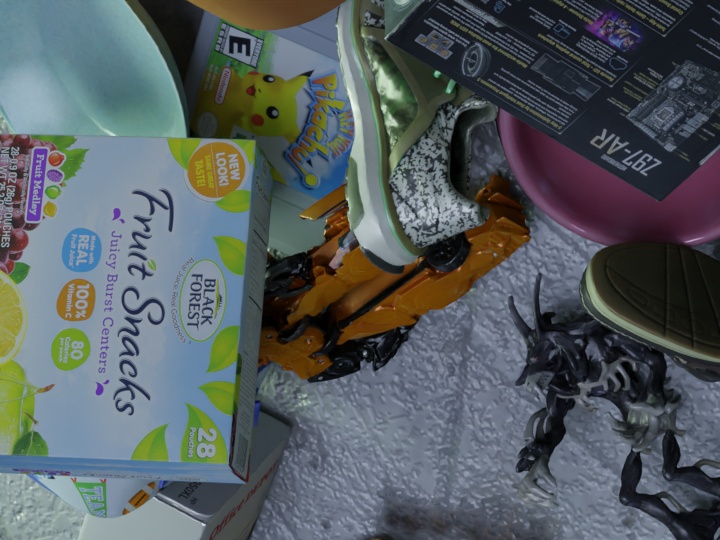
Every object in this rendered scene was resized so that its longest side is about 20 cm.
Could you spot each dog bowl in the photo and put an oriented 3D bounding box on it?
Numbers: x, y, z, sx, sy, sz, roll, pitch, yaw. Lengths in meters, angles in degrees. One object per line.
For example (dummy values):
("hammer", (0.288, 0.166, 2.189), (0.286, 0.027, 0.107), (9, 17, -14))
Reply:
("dog bowl", (0.167, -0.098, 1.673), (0.200, 0.074, 0.200), (7, 125, 10))

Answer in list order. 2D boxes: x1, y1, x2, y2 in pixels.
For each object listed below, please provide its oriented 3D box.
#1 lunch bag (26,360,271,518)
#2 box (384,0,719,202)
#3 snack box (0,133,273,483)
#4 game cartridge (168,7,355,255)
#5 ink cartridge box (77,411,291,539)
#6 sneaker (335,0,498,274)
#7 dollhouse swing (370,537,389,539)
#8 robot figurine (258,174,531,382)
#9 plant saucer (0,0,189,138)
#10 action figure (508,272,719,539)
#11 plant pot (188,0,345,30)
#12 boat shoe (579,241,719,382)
("lunch bag", (-0.150, 0.066, 1.834), (0.160, 0.200, 0.076), (31, 129, 15))
("box", (0.138, -0.140, 1.549), (0.200, 0.044, 0.160), (28, 128, -24))
("snack box", (-0.144, 0.022, 1.721), (0.168, 0.068, 0.200), (3, 76, 9))
("game cartridge", (-0.045, -0.106, 1.803), (0.133, 0.040, 0.200), (22, 120, 8))
("ink cartridge box", (-0.134, 0.192, 1.913), (0.084, 0.145, 0.200), (27, 120, 10))
("sneaker", (0.042, -0.100, 1.683), (0.088, 0.077, 0.200), (-11, 74, 24))
("dollhouse swing", (0.024, 0.306, 1.966), (0.200, 0.176, 0.182), (-26, 143, 30))
("robot figurine", (0.000, 0.000, 1.794), (0.200, 0.058, 0.145), (-33, 139, 27))
("plant saucer", (-0.169, -0.129, 1.816), (0.201, 0.039, 0.201), (31, 140, 30))
("action figure", (0.156, 0.098, 1.776), (0.200, 0.102, 0.119), (44, 133, -3))
("plant pot", (-0.067, -0.232, 1.662), (0.200, 0.200, 0.140), (-8, 149, 26))
("boat shoe", (0.210, 0.036, 1.697), (0.201, 0.072, 0.066), (11, 147, -26))
